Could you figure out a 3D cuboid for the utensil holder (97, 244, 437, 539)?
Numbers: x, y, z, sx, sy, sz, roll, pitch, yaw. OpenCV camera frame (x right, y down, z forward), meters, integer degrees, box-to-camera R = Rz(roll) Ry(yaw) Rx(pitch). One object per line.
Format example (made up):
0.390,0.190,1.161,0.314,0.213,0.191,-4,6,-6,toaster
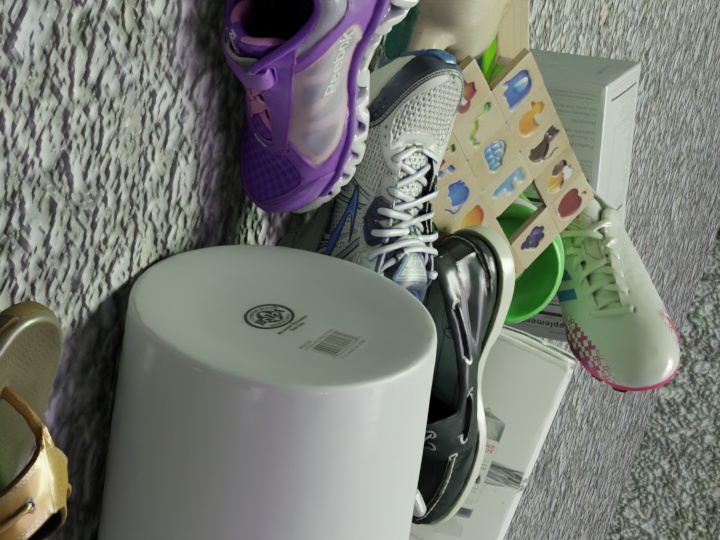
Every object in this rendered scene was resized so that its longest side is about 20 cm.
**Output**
-0.053,0.109,1.022,0.170,0.168,0.202,-42,144,-60,utensil holder

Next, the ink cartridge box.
0.075,0.137,1.382,0.146,0.084,0.202,4,111,-85,ink cartridge box

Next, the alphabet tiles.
0.060,-0.038,1.198,0.167,0.008,0.200,-45,145,-8,alphabet tiles

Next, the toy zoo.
0.078,-0.139,1.304,0.200,0.020,0.132,109,-14,-60,toy zoo

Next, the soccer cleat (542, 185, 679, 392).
0.163,0.003,1.374,0.201,0.069,0.087,-112,-177,-55,soccer cleat

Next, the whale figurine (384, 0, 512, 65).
0.041,-0.178,1.142,0.201,0.103,0.160,98,17,-60,whale figurine

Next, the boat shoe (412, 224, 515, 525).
0.040,0.071,1.202,0.066,0.074,0.201,-15,130,-45,boat shoe

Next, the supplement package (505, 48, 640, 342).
0.143,-0.060,1.535,0.114,0.108,0.202,-34,130,-65,supplement package

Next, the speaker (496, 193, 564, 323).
0.090,-0.021,1.387,0.200,0.088,0.089,-108,-146,-78,speaker

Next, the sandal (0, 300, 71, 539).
-0.158,0.111,0.862,0.080,0.054,0.202,-10,117,-72,sandal

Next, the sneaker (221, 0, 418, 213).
-0.036,-0.108,1.004,0.088,0.081,0.201,-20,145,-38,sneaker

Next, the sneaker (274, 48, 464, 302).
0.015,-0.023,1.081,0.077,0.085,0.201,2,123,-42,sneaker

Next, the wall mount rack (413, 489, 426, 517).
0.011,0.232,1.201,0.201,0.074,0.175,-64,147,-50,wall mount rack
